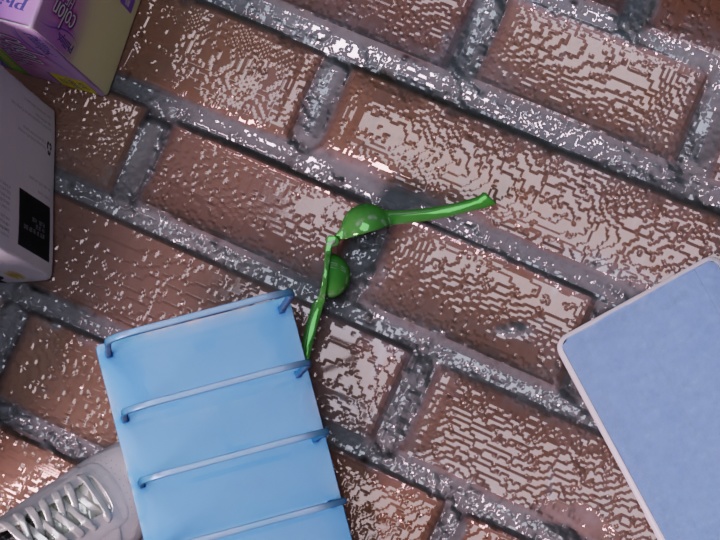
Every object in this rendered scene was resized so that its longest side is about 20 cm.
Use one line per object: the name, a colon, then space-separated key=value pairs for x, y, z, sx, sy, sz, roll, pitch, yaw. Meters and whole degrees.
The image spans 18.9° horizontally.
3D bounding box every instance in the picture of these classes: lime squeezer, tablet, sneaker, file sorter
lime squeezer: x=0.000 y=0.000 z=1.521 sx=0.071 sy=0.038 sz=0.200 roll=44 pitch=88 yaw=-17
tablet: x=0.233 y=0.104 z=1.464 sx=0.130 sy=0.014 sz=0.201 roll=-29 pitch=75 yaw=4
sneaker: x=-0.210 y=0.182 z=1.495 sx=0.200 sy=0.081 sz=0.077 roll=-37 pitch=73 yaw=-1
file sorter: x=-0.086 y=0.125 z=1.435 sx=0.138 sy=0.123 sz=0.201 roll=-14 pitch=85 yaw=-7

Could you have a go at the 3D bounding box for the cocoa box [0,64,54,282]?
cocoa box: x=-0.304 y=-0.071 z=1.497 sx=0.131 sy=0.200 sz=0.134 roll=-3 pitch=79 yaw=10

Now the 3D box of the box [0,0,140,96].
box: x=-0.213 y=-0.249 z=1.527 sx=0.096 sy=0.176 sz=0.201 roll=17 pitch=83 yaw=12
